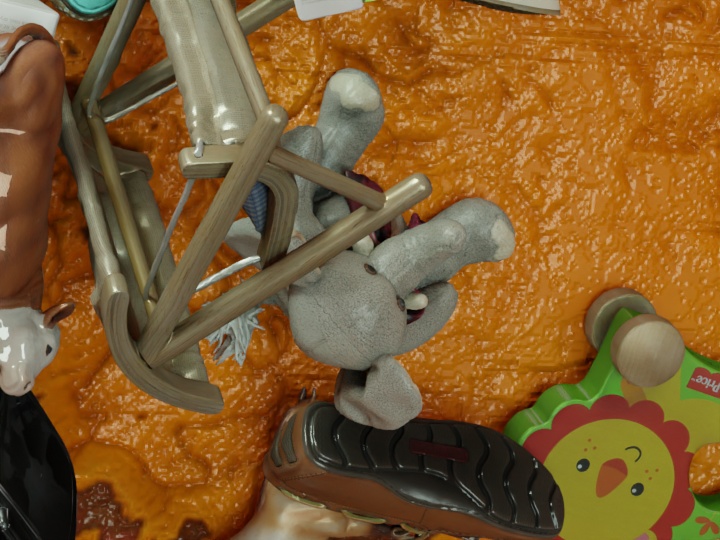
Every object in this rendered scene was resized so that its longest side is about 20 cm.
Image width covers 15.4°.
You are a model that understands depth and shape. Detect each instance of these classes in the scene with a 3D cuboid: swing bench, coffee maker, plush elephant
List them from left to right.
[{"bbox_3d":[-0.264,0.145,1.524,0.199,0.135,0.192,-15,153,13],"label":"coffee maker"},{"bbox_3d":[-0.091,-0.066,1.471,0.129,0.200,0.200,23,123,-40],"label":"swing bench"},{"bbox_3d":[0.000,0.000,1.588,0.200,0.155,0.165,-41,113,-6],"label":"plush elephant"}]

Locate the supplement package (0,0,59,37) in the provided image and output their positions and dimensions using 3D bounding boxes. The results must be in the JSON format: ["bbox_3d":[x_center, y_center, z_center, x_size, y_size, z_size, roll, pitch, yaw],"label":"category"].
[{"bbox_3d":[-0.257,-0.069,1.503,0.117,0.117,0.201,11,99,-22],"label":"supplement package"}]

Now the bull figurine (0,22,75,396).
[{"bbox_3d":[-0.204,-0.033,1.424,0.121,0.065,0.201,-2,99,-54],"label":"bull figurine"}]

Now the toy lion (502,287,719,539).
[{"bbox_3d":[0.188,0.122,1.743,0.199,0.069,0.193,18,104,-23],"label":"toy lion"}]

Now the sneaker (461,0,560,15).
[{"bbox_3d":[0.037,-0.215,1.600,0.199,0.067,0.090,11,92,-22],"label":"sneaker"}]

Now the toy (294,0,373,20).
[{"bbox_3d":[-0.011,-0.243,1.455,0.115,0.047,0.201,-15,92,-25],"label":"toy"}]

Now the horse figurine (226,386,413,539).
[{"bbox_3d":[-0.052,0.190,1.679,0.200,0.050,0.133,-47,116,-4],"label":"horse figurine"}]

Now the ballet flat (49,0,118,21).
[{"bbox_3d":[-0.195,-0.233,1.510,0.070,0.065,0.201,-27,110,-10],"label":"ballet flat"}]

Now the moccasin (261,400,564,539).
[{"bbox_3d":[0.035,0.135,1.657,0.200,0.078,0.074,9,59,-27],"label":"moccasin"}]
